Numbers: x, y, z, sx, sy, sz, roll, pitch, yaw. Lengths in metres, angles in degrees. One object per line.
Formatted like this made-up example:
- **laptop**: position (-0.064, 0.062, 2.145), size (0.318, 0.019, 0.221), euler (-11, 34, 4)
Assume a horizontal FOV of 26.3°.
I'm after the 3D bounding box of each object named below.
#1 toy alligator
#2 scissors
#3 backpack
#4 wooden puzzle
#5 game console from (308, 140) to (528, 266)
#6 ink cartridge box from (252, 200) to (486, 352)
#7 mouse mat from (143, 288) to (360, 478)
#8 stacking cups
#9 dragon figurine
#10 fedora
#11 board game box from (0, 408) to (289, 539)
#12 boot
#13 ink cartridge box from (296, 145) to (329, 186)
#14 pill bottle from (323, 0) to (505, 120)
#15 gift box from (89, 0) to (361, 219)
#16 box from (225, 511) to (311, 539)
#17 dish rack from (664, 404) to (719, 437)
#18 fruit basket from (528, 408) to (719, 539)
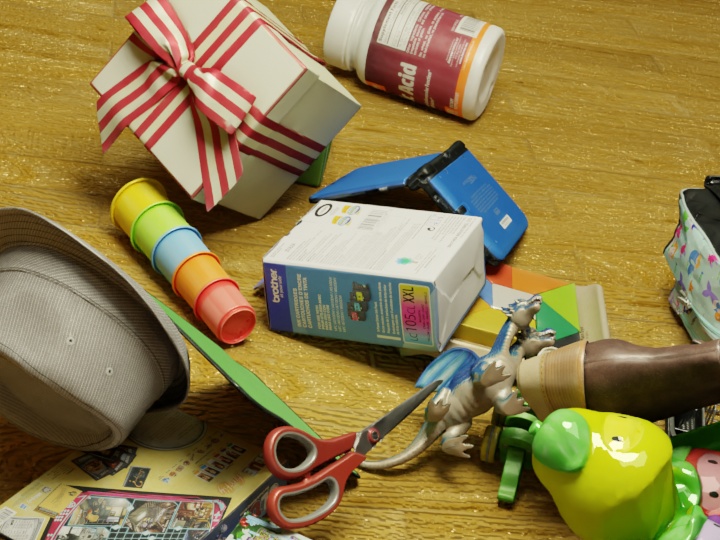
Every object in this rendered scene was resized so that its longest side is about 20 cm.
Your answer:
- **toy alligator**: position (0.144, 0.110, 1.293), size (0.058, 0.055, 0.201), euler (13, 39, 12)
- **scissors**: position (0.001, 0.136, 1.155), size (0.199, 0.074, 0.014), euler (-14, -3, -44)
- **backpack**: position (0.392, 0.013, 1.477), size (0.175, 0.153, 0.200), euler (2, 25, -12)
- **wooden puzzle**: position (0.138, 0.039, 1.449), size (0.197, 0.038, 0.186), euler (11, 31, -3)
- **game console**: position (0.064, -0.059, 1.559), size (0.171, 0.118, 0.200), euler (49, 19, 0)
- **ink cartridge box**: position (0.000, 0.000, 1.394), size (0.197, 0.077, 0.137), euler (9, 29, 21)
- **mouse mat**: position (-0.088, 0.086, 1.191), size (0.161, 0.008, 0.200), euler (40, -4, 38)
- **stacking cups**: position (-0.161, -0.008, 1.394), size (0.060, 0.061, 0.200), euler (-9, 38, -32)
- **dragon figurine**: position (0.083, 0.102, 1.264), size (0.059, 0.199, 0.100), euler (49, 8, -12)
- **fedora**: position (-0.220, 0.059, 1.109), size (0.200, 0.176, 0.091), euler (46, 52, -22)
- **board game box**: position (-0.159, 0.171, 1.114), size (0.134, 0.035, 0.200), euler (22, 32, 22)
- **boot**: position (0.227, 0.107, 1.209), size (0.164, 0.200, 0.073), euler (-7, 65, 24)
- **ink cartridge box**: position (-0.096, -0.184, 1.687), size (0.146, 0.077, 0.201), euler (13, 32, -1)
- **pill bottle**: position (0.063, -0.263, 1.839), size (0.198, 0.115, 0.114), euler (20, 31, 13)
- **gift box**: position (-0.133, -0.155, 1.469), size (0.184, 0.201, 0.186), euler (41, 7, 20)
- **box**: position (-0.022, 0.251, 1.040), size (0.198, 0.040, 0.137), euler (22, 31, 14)
- **dish rack**: position (0.356, 0.150, 1.336), size (0.197, 0.055, 0.154), euler (15, 32, 3)
- **fruit basket**: position (0.221, 0.168, 1.116), size (0.154, 0.217, 0.216), euler (-21, 22, 22)
